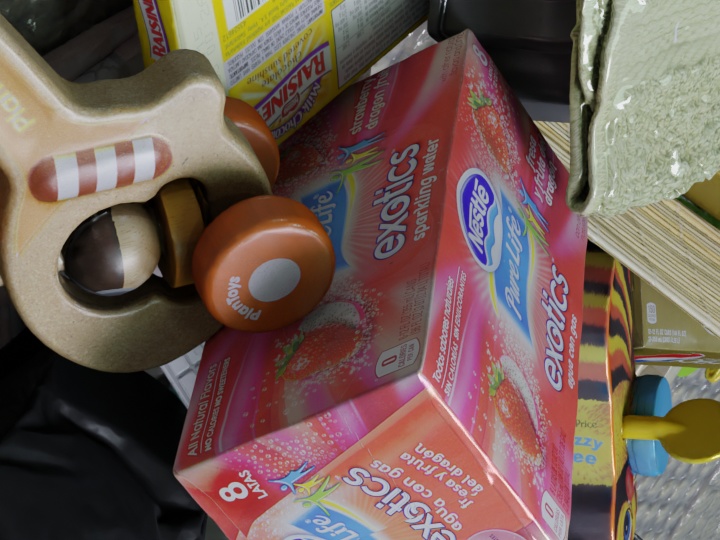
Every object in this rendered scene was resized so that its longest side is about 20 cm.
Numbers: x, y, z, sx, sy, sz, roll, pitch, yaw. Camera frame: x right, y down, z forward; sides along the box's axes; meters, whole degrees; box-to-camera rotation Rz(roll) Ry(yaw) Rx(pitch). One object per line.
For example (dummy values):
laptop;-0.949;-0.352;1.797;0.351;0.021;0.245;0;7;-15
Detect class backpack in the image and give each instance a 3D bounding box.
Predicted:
backpack;-0.150;0.133;0.838;0.200;0.127;0.167;-45;-179;31

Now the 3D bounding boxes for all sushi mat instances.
sushi mat;0.123;-0.026;1.042;0.012;0.096;0.200;-36;130;25

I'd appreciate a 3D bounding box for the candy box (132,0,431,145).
candy box;-0.007;-0.120;0.845;0.200;0.026;0.102;-43;144;-35

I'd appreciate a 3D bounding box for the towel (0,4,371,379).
towel;-0.067;-0.032;0.913;0.191;0.032;0.200;-34;148;-30

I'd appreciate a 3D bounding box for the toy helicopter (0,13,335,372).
toy helicopter;-0.107;-0.035;0.728;0.132;0.079;0.200;-34;133;4

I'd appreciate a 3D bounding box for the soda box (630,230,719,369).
soda box;0.167;0.015;1.174;0.200;0.068;0.064;5;80;-52

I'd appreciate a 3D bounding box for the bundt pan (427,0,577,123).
bundt pan;0.104;-0.150;0.909;0.202;0.076;0.202;-40;138;-49

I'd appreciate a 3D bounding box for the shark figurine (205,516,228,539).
shark figurine;-0.005;0.116;0.896;0.090;0.214;0.128;50;42;-28

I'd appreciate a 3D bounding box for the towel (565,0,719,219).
towel;0.148;-0.107;0.870;0.200;0.036;0.149;-25;128;-39

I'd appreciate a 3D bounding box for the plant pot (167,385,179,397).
plant pot;-0.026;0.147;1.020;0.201;0.201;0.161;-44;173;-12

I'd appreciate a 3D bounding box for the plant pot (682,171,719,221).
plant pot;0.229;-0.089;1.049;0.200;0.200;0.176;-57;169;12

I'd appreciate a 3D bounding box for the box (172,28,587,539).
box;0.013;0.019;0.820;0.102;0.200;0.095;-23;122;25

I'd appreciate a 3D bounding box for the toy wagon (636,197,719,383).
toy wagon;0.165;0.034;1.317;0.155;0.040;0.200;-57;152;11

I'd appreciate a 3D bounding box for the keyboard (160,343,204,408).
keyboard;0.000;0.000;0.967;0.200;0.056;0.011;-34;-171;-27

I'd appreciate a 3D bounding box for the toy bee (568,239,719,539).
toy bee;0.112;0.091;1.049;0.131;0.200;0.109;-20;-158;27
